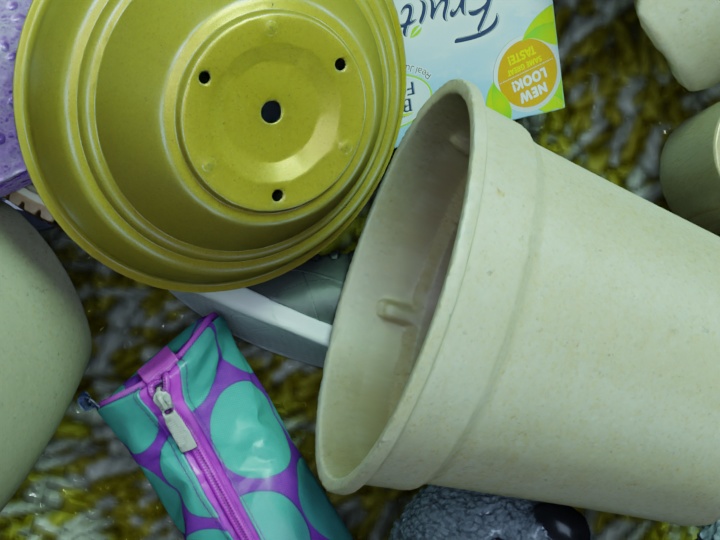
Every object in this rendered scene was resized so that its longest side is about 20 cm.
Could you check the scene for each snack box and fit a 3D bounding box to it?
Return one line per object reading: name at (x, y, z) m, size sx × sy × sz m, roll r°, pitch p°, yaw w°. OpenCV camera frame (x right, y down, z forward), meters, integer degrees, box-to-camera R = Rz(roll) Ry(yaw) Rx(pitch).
snack box at (-0.005, -0.145, 1.158) m, size 0.199 × 0.068 × 0.169 m, roll -13°, pitch 106°, yaw -20°

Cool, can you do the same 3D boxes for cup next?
cup at (-0.220, 0.041, 1.155) m, size 0.143 × 0.200 × 0.201 m, roll -33°, pitch 88°, yaw -26°

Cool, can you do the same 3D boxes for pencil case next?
pencil case at (-0.057, 0.127, 1.184) m, size 0.085 × 0.092 × 0.200 m, roll -31°, pitch 90°, yaw 10°

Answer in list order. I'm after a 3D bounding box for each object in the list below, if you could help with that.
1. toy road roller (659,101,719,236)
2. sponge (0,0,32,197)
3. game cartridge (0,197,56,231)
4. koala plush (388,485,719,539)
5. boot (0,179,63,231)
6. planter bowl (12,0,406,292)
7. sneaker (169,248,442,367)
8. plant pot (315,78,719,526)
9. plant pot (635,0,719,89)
toy road roller at (0.257, -0.009, 1.183) m, size 0.146 × 0.123 × 0.201 m, roll -23°, pitch 89°, yaw -15°
sponge at (-0.174, -0.146, 1.139) m, size 0.111 × 0.030 × 0.201 m, roll -25°, pitch 77°, yaw 8°
game cartridge at (-0.104, -0.098, 1.225) m, size 0.199 × 0.038 × 0.130 m, roll -14°, pitch 84°, yaw -1°
koala plush at (0.091, 0.180, 1.151) m, size 0.200 × 0.177 × 0.184 m, roll 38°, pitch 131°, yaw 6°
boot at (-0.153, -0.080, 1.173) m, size 0.200 × 0.075 × 0.107 m, roll 32°, pitch 89°, yaw 8°
planter bowl at (-0.054, -0.079, 1.068) m, size 0.200 × 0.083 × 0.201 m, roll -6°, pitch 105°, yaw -22°
sneaker at (0.000, 0.000, 1.208) m, size 0.199 × 0.071 × 0.100 m, roll 16°, pitch 78°, yaw 3°
plant pot at (0.098, 0.032, 1.090) m, size 0.183 × 0.200 × 0.201 m, roll 17°, pitch 88°, yaw -12°
plant pot at (0.206, -0.193, 1.155) m, size 0.183 × 0.200 × 0.201 m, roll -33°, pitch 88°, yaw 9°
